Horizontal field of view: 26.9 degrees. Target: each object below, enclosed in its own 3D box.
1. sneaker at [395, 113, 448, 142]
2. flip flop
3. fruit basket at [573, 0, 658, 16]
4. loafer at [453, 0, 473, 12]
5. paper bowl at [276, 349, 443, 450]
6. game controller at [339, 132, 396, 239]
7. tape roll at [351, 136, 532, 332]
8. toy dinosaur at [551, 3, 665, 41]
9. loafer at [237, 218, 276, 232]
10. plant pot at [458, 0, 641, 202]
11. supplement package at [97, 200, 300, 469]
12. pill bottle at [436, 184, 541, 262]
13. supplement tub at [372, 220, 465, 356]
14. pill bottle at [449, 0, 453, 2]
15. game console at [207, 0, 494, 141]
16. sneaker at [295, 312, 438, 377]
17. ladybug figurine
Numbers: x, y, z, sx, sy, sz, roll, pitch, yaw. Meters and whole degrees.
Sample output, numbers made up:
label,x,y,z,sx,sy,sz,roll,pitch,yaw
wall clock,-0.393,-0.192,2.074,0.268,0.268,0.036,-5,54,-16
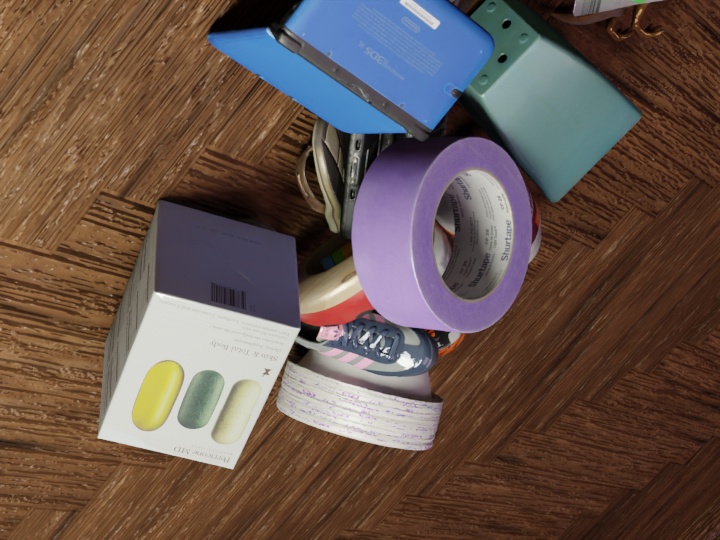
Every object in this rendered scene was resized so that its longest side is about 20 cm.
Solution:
label,x,y,z,sx,sy,sz,roll,pitch,yaw
sneaker,0.076,-0.134,1.656,0.074,0.082,0.201,-25,146,-24
flip flop,-0.039,-0.100,1.597,0.200,0.057,0.082,82,20,-69
fruit basket,0.316,-0.370,1.618,0.199,0.094,0.186,-22,140,-40
loafer,0.105,-0.319,1.476,0.071,0.073,0.201,-17,148,-50
paper bowl,0.005,0.142,1.833,0.200,0.200,0.105,13,94,-54
game controller,0.008,-0.130,1.572,0.104,0.042,0.201,-47,151,-48
tape roll,0.087,-0.038,1.566,0.199,0.085,0.202,-3,95,-47
toy dinosaur,0.293,-0.307,1.720,0.199,0.060,0.107,-37,124,-14
loafer,-0.129,0.023,1.650,0.068,0.075,0.201,-57,166,-56
plant pot,0.182,-0.202,1.639,0.141,0.141,0.200,-45,143,8
supplement package,-0.166,0.067,1.531,0.151,0.151,0.201,15,125,-17
pill bottle,0.155,-0.067,1.796,0.109,0.110,0.200,-42,157,3
supplement tub,0.065,0.022,1.808,0.122,0.123,0.200,-38,149,-4
pill bottle,0.049,-0.307,1.376,0.110,0.111,0.201,-22,145,-27
game console,-0.008,-0.212,1.390,0.199,0.118,0.171,30,105,-39
sneaker,-0.012,0.076,1.717,0.082,0.198,0.071,13,91,-76
ladybug figurine,0.000,0.000,1.655,0.199,0.136,0.072,-31,111,9
